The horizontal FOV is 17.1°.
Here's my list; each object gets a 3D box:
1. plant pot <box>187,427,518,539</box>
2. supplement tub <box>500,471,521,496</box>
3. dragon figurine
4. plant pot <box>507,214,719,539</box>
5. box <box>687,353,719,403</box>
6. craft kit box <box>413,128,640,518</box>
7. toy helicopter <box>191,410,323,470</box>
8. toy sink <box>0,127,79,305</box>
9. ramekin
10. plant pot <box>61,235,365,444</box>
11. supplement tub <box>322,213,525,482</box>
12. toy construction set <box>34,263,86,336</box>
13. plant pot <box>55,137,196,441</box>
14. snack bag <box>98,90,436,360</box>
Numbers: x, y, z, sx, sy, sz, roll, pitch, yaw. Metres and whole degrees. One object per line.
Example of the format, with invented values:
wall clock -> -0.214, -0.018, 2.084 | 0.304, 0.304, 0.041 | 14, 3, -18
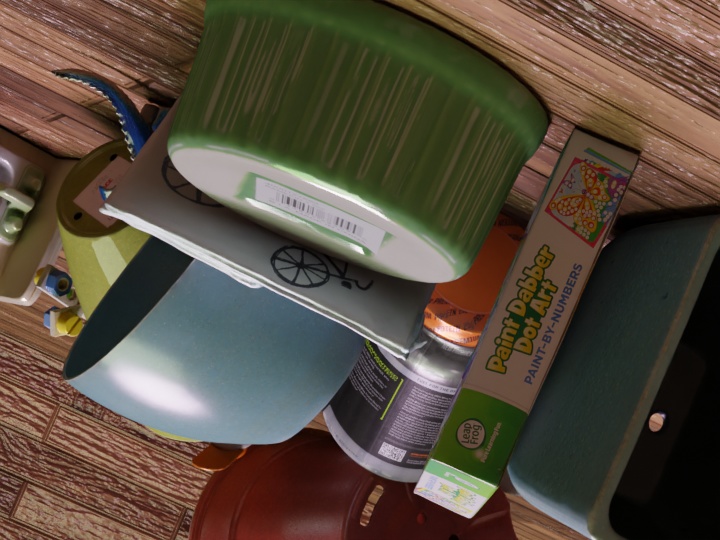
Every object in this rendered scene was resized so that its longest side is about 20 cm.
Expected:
plant pot -> 0.005, 0.207, 1.752 | 0.200, 0.202, 0.195 | 27, 159, -24
supplement tub -> 0.103, 0.094, 1.795 | 0.140, 0.141, 0.200 | 28, 168, -27
dragon figurine -> -0.137, -0.060, 1.643 | 0.059, 0.100, 0.200 | 11, 165, 47
plant pot -> 0.199, 0.088, 1.427 | 0.195, 0.197, 0.200 | 27, 173, -23
box -> 0.287, 0.083, 1.564 | 0.199, 0.060, 0.117 | 15, 167, 38
craft kit box -> 0.091, 0.036, 1.362 | 0.048, 0.198, 0.200 | 21, 169, 2
toy helicopter -> -0.063, 0.085, 1.749 | 0.079, 0.133, 0.200 | 20, -177, 41
toy sink -> -0.335, -0.058, 2.009 | 0.112, 0.131, 0.200 | 30, 169, -33
ramekin -> -0.007, -0.071, 1.297 | 0.199, 0.098, 0.200 | 22, 170, 4
plant pot -> -0.075, 0.032, 1.530 | 0.135, 0.200, 0.200 | 40, 166, -13
supplement tub -> 0.051, 0.048, 1.599 | 0.122, 0.123, 0.200 | 23, 147, -2
toy construction set -> -0.175, 0.011, 1.979 | 0.092, 0.132, 0.200 | 16, 175, 33
plant pot -> -0.140, -0.004, 1.801 | 0.186, 0.188, 0.200 | 15, 153, 36
snack bag -> -0.036, -0.037, 1.419 | 0.199, 0.021, 0.189 | 26, -148, 0
